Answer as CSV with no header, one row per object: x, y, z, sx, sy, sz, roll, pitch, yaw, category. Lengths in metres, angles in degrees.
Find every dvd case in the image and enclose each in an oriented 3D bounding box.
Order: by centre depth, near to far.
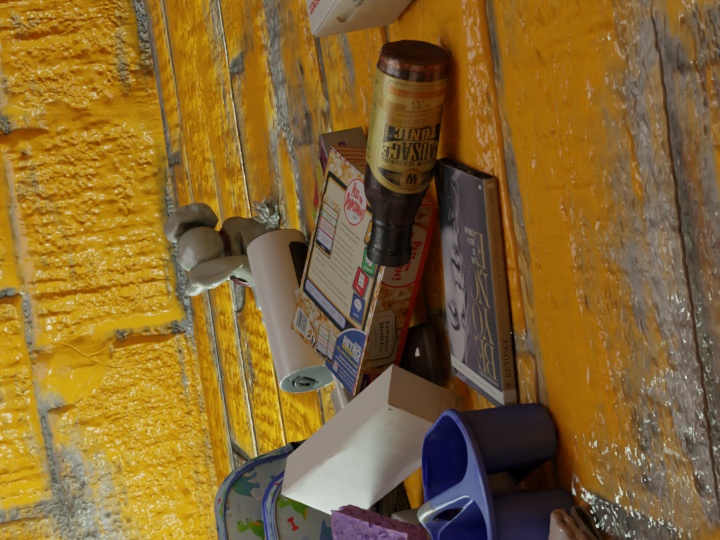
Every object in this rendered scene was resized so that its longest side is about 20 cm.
0.097,0.010,1.513,0.149,0.016,0.201,-144,46,-72,dvd case

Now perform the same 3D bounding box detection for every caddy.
0.098,0.186,1.426,0.200,0.105,0.142,115,143,-69,caddy

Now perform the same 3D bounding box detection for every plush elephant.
-0.192,-0.016,2.478,0.200,0.154,0.165,92,163,-44,plush elephant

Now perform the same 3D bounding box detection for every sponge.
0.025,0.322,1.617,0.111,0.030,0.201,6,105,50,sponge

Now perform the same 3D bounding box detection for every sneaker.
0.030,0.101,1.747,0.200,0.075,0.071,125,135,-73,sneaker

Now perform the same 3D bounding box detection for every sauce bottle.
0.037,-0.100,1.542,0.066,0.066,0.201,-120,30,-58,sauce bottle

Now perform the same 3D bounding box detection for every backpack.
-0.060,0.283,1.985,0.147,0.199,0.184,156,102,-77,backpack

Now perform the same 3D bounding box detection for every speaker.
-0.086,0.052,2.230,0.081,0.081,0.201,104,154,-61,speaker

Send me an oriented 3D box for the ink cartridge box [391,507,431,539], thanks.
0.089,0.291,1.636,0.200,0.066,0.116,-174,76,-78,ink cartridge box

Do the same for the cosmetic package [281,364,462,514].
0.009,0.168,1.679,0.200,0.082,0.051,-44,30,44,cosmetic package

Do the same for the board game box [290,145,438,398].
0.000,0.000,1.695,0.152,0.046,0.201,45,127,52,board game box

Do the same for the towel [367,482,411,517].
0.038,0.300,1.787,0.193,0.034,0.201,76,-166,-47,towel

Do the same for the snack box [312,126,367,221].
-0.001,-0.029,1.844,0.142,0.053,0.201,96,160,-54,snack box

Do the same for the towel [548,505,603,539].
0.185,0.302,1.295,0.200,0.032,0.192,-121,25,-58,towel

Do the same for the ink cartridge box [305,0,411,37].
-0.010,-0.329,1.591,0.145,0.084,0.201,147,113,-77,ink cartridge box

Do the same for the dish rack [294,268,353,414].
-0.027,0.090,1.958,0.172,0.043,0.201,84,167,-82,dish rack
